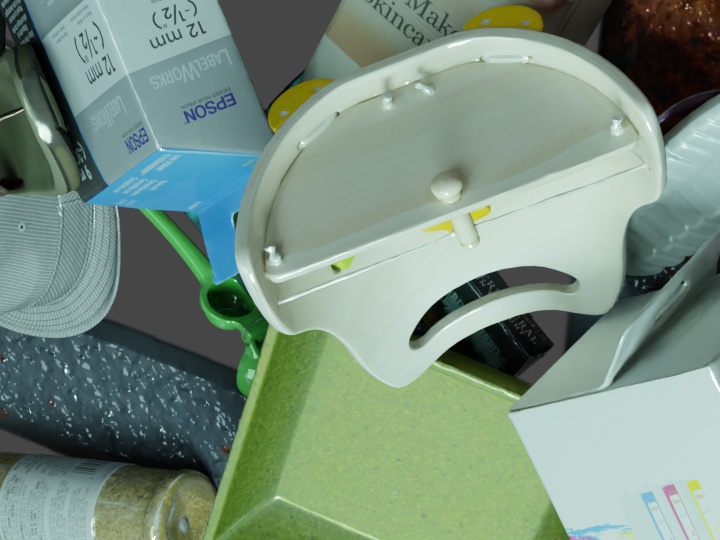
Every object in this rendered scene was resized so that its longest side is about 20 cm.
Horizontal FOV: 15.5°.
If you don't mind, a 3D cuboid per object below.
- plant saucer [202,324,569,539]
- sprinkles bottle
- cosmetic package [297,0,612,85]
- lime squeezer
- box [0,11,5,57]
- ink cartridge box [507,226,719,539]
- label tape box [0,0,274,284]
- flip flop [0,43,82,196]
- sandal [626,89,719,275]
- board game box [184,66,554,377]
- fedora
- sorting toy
[{"bbox_3d":[0.032,0.109,1.427,0.199,0.048,0.201,23,131,4],"label":"plant saucer"},{"bbox_3d":[-0.182,0.146,1.616,0.199,0.068,0.069,3,112,34],"label":"sprinkles bottle"},{"bbox_3d":[0.054,-0.127,1.316,0.103,0.087,0.200,40,127,15],"label":"cosmetic package"},{"bbox_3d":[-0.072,0.035,1.519,0.201,0.038,0.071,65,160,-8],"label":"lime squeezer"},{"bbox_3d":[-0.263,-0.214,1.445,0.106,0.122,0.201,-143,53,-61],"label":"box"},{"bbox_3d":[0.177,0.091,1.289,0.125,0.128,0.201,-17,105,40],"label":"ink cartridge box"},{"bbox_3d":[-0.110,-0.088,1.332,0.201,0.066,0.143,69,157,1],"label":"label tape box"},{"bbox_3d":[-0.200,-0.071,1.391,0.200,0.057,0.081,1,113,63],"label":"flip flop"},{"bbox_3d":[0.173,-0.060,1.282,0.082,0.050,0.202,24,142,-31],"label":"sandal"},{"bbox_3d":[0.000,0.000,1.448,0.200,0.028,0.135,53,129,5],"label":"board game box"},{"bbox_3d":[-0.233,-0.037,1.554,0.176,0.090,0.201,14,118,30],"label":"fedora"},{"bbox_3d":[0.049,-0.016,1.270,0.199,0.107,0.180,-20,138,2],"label":"sorting toy"}]
